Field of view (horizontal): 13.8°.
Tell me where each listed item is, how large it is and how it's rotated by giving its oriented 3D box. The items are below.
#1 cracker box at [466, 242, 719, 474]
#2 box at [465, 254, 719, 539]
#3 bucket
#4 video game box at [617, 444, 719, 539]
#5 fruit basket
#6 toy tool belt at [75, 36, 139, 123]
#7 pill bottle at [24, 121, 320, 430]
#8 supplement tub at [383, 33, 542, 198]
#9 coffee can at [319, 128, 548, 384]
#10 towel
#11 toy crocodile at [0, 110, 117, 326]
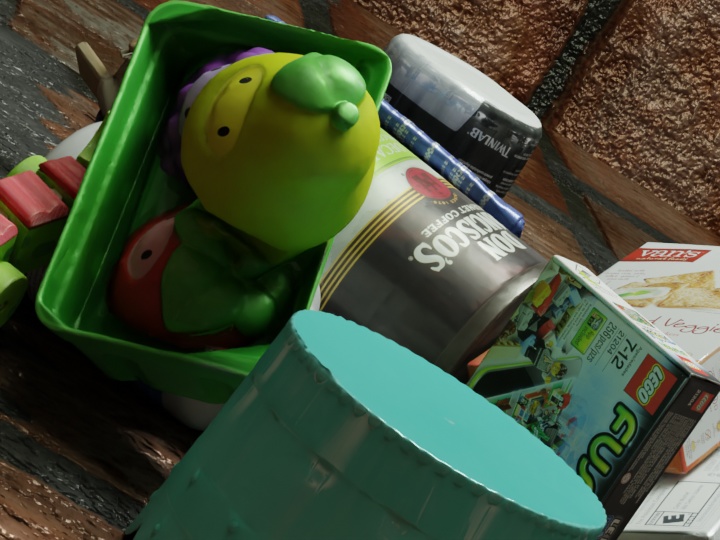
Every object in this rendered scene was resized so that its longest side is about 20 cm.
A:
[{"bbox_3d":[0.170,0.044,1.662,0.133,0.058,0.200,3,22,37],"label":"cracker box"},{"bbox_3d":[0.086,0.106,1.515,0.110,0.201,0.035,41,13,36],"label":"box"},{"bbox_3d":[0.008,0.123,1.385,0.206,0.135,0.207,32,11,-7],"label":"bucket"},{"bbox_3d":[0.141,0.117,1.625,0.181,0.047,0.200,2,22,27],"label":"video game box"},{"bbox_3d":[-0.063,-0.047,1.475,0.154,0.217,0.216,13,8,10],"label":"fruit basket"},{"bbox_3d":[-0.105,-0.059,1.888,0.122,0.125,0.201,9,-46,50],"label":"toy tool belt"},{"bbox_3d":[-0.093,0.017,1.619,0.200,0.113,0.112,38,12,20],"label":"pill bottle"},{"bbox_3d":[0.023,-0.046,1.991,0.122,0.201,0.123,32,10,-7],"label":"supplement tub"},{"bbox_3d":[0.000,0.000,1.711,0.200,0.147,0.146,39,12,17],"label":"coffee can"},{"bbox_3d":[0.018,-0.070,1.804,0.200,0.024,0.145,40,-10,8],"label":"towel"},{"bbox_3d":[-0.178,-0.022,1.518,0.067,0.062,0.200,40,41,18],"label":"toy crocodile"}]
